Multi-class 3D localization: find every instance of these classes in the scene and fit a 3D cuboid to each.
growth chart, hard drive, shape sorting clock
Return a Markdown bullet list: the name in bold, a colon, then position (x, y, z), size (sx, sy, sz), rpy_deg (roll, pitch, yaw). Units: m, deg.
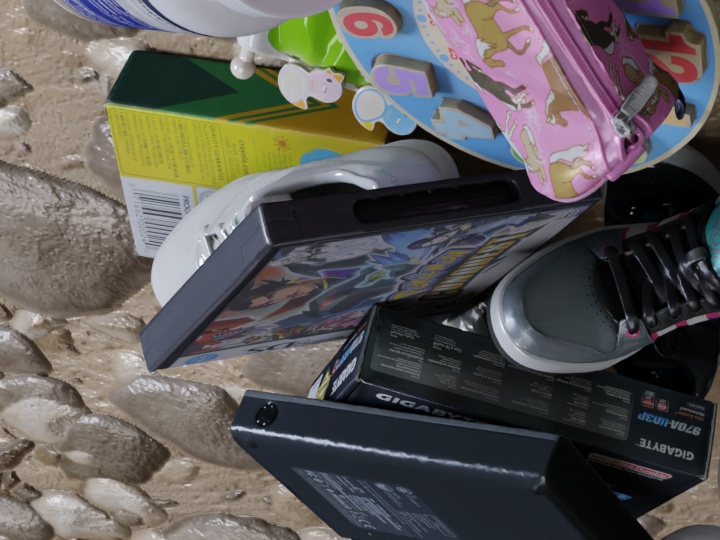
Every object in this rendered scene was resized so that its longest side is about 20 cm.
- **growth chart**: position (0.034, -0.128, 1.096), size (0.199, 0.018, 0.145), rpy_deg (16, 123, 7)
- **hard drive**: position (0.045, 0.119, 1.136), size (0.199, 0.033, 0.140), rpy_deg (6, 152, 35)
- **shape sorting clock**: position (0.074, -0.114, 0.998), size (0.199, 0.039, 0.201), rpy_deg (14, 142, 11)

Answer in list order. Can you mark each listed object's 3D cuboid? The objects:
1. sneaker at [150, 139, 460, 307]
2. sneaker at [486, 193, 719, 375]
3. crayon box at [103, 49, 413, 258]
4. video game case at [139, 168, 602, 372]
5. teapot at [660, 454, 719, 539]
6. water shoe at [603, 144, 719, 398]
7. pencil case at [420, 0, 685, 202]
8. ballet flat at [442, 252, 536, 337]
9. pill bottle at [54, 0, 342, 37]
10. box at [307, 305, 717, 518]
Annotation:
- **sneaker**: position (-0.048, -0.022, 1.127), size (0.199, 0.088, 0.076), rpy_deg (-23, 85, 32)
- **sneaker**: position (0.169, -0.004, 1.052), size (0.199, 0.084, 0.121), rpy_deg (-15, 167, -22)
- **crayon box**: position (-0.038, -0.051, 1.211), size (0.199, 0.051, 0.127), rpy_deg (10, 138, 14)
- **video game case**: position (0.000, 0.000, 1.078), size (0.180, 0.026, 0.200), rpy_deg (-8, 165, -25)
- **teapot**: position (0.260, 0.111, 1.140), size (0.146, 0.201, 0.197), rpy_deg (27, 161, -32)
- **water shoe**: position (0.170, 0.015, 1.171), size (0.071, 0.079, 0.201), rpy_deg (3, 137, 20)
- **pencil case**: position (0.060, -0.128, 0.904), size (0.086, 0.083, 0.200), rpy_deg (-16, 118, 39)
- **ballet flat**: position (0.083, 0.050, 1.229), size (0.075, 0.068, 0.200), rpy_deg (-25, 144, 0)
- **pill bottle**: position (-0.077, -0.168, 0.988), size (0.116, 0.116, 0.200), rpy_deg (47, 164, -27)
- **box**: position (0.077, 0.087, 1.179), size (0.199, 0.046, 0.159), rpy_deg (16, 159, -9)
